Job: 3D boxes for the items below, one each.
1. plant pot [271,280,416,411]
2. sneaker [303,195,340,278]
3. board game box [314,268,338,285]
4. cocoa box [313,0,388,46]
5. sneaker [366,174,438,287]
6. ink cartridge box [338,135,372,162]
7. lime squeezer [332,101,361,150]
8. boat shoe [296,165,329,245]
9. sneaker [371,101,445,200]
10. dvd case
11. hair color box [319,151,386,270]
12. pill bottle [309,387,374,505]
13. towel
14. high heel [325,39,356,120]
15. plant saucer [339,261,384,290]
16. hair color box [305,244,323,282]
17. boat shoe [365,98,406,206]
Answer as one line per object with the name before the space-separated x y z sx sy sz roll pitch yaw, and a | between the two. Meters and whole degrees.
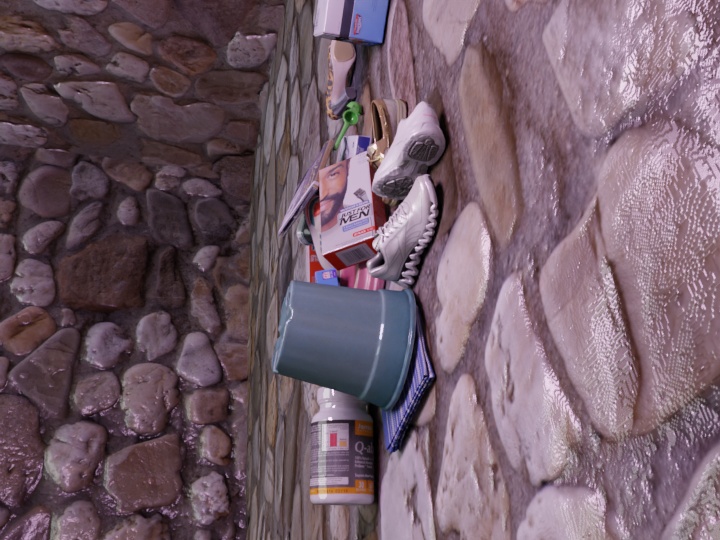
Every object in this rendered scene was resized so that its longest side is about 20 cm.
plant pot | -0.033 0.108 1.151 0.200 0.194 0.202 -168 90 -81
sneaker | -0.047 -0.062 1.492 0.093 0.070 0.201 12 132 45
board game box | -0.060 0.083 1.473 0.200 0.045 0.154 112 147 -83
cocoa box | -0.013 -0.585 1.506 0.133 0.130 0.202 -132 49 -71
sneaker | 0.066 -0.059 1.123 0.075 0.080 0.201 -102 24 -53
ink cartridge box | -0.027 -0.198 1.596 0.200 0.040 0.202 -151 67 -74
lime squeezer | -0.030 -0.338 1.603 0.070 0.038 0.201 -35 23 27
boat shoe | -0.082 -0.149 1.577 0.067 0.072 0.201 -15 47 44
sneaker | 0.079 -0.191 1.159 0.200 0.077 0.100 133 148 -53
dvd case | -0.114 -0.176 1.511 0.149 0.016 0.201 -50 18 36
hair color box | -0.015 -0.113 1.339 0.064 0.110 0.202 46 -149 -48
pill bottle | -0.032 0.314 1.286 0.116 0.115 0.202 132 141 -66
towel | 0.071 0.177 1.143 0.146 0.024 0.201 -98 21 -48
high heel | -0.063 -0.478 1.765 0.142 0.071 0.202 145 120 -63
plant saucer | 0.000 0.000 1.406 0.200 0.050 0.203 -174 90 -76
hair color box | -0.096 -0.029 1.688 0.111 0.063 0.201 -101 9 -48
boat shoe | 0.043 -0.213 1.286 0.074 0.066 0.202 135 138 -68
